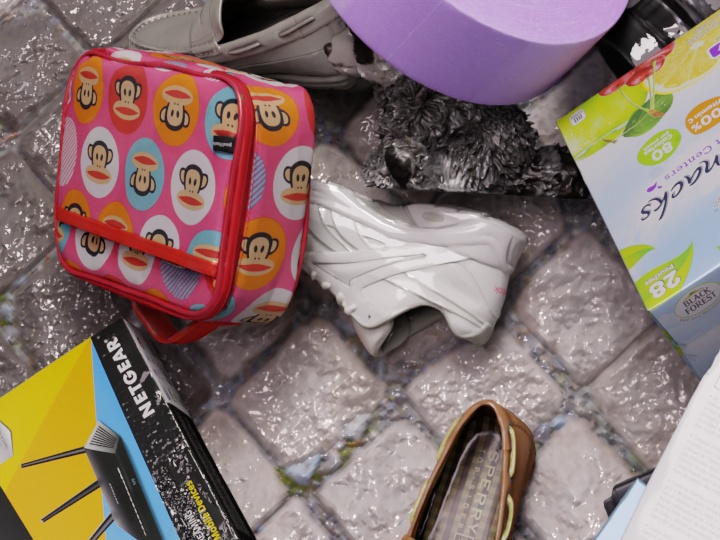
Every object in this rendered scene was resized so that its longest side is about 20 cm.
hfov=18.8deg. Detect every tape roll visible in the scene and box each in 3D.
[{"bbox_3d":[0.063,-0.199,1.283,0.066,0.199,0.202,-43,56,45],"label":"tape roll"}]

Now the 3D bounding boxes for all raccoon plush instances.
[{"bbox_3d":[0.076,-0.115,1.339,0.198,0.097,0.135,2,93,-19],"label":"raccoon plush"}]

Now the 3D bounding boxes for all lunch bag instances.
[{"bbox_3d":[-0.114,-0.043,1.358,0.199,0.081,0.178,17,103,49],"label":"lunch bag"}]

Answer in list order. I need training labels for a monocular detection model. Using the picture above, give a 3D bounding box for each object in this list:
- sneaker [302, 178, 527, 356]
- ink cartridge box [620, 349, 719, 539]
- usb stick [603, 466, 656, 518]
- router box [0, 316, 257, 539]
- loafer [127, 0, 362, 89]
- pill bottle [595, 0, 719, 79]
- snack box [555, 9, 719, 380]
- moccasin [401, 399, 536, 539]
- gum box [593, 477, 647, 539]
[{"bbox_3d":[0.000,0.000,1.354,0.198,0.078,0.100,11,85,25],"label":"sneaker"},{"bbox_3d":[0.222,0.115,1.042,0.161,0.050,0.201,27,89,22],"label":"ink cartridge box"},{"bbox_3d":[0.240,0.114,1.261,0.199,0.033,0.056,-24,76,7],"label":"usb stick"},{"bbox_3d":[-0.158,0.153,1.358,0.149,0.051,0.201,-34,65,5],"label":"router box"},{"bbox_3d":[-0.075,-0.159,1.413,0.199,0.070,0.070,1,43,35],"label":"loafer"},{"bbox_3d":[0.243,-0.176,1.320,0.200,0.112,0.112,-40,65,0],"label":"pill bottle"},{"bbox_3d":[0.213,-0.060,1.191,0.168,0.068,0.201,-35,34,11],"label":"snack box"},{"bbox_3d":[0.054,0.175,1.271,0.073,0.078,0.203,18,77,22],"label":"moccasin"},{"bbox_3d":[0.165,0.248,1.211,0.169,0.045,0.201,36,85,11],"label":"gum box"}]
